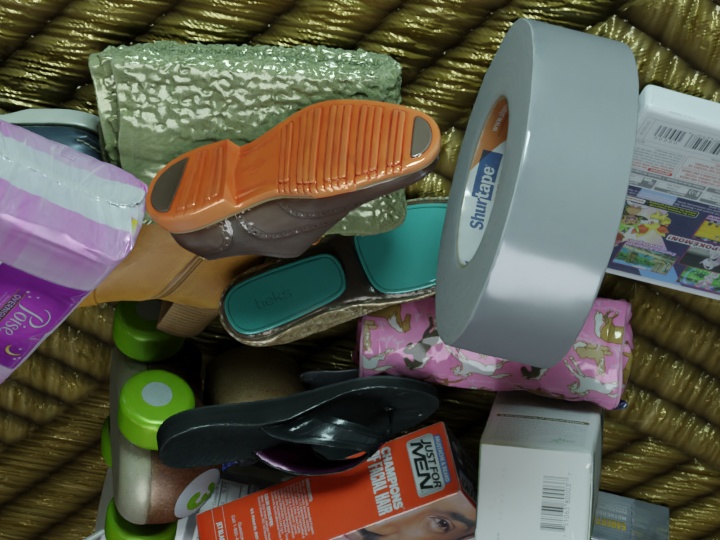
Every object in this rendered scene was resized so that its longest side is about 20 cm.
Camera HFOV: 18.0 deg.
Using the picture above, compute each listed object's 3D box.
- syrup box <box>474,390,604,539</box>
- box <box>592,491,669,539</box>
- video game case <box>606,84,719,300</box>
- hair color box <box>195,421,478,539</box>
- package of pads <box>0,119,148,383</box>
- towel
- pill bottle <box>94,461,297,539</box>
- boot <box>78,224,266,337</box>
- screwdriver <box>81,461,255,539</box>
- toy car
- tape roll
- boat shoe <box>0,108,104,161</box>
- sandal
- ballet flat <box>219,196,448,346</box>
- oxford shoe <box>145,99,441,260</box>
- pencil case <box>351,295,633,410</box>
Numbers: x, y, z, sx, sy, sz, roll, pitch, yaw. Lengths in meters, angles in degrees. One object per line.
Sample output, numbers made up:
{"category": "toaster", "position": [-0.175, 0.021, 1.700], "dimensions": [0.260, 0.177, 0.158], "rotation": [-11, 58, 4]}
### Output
{"category": "syrup box", "position": [0.131, 0.135, 1.620], "dimensions": [0.081, 0.200, 0.079], "rotation": [5, 103, 9]}
{"category": "box", "position": [0.150, 0.245, 1.911], "dimensions": [0.158, 0.048, 0.200], "rotation": [15, 146, -10]}
{"category": "video game case", "position": [0.246, -0.040, 1.498], "dimensions": [0.199, 0.023, 0.182], "rotation": [13, 145, -11]}
{"category": "hair color box", "position": [-0.005, 0.190, 1.654], "dimensions": [0.199, 0.064, 0.111], "rotation": [-23, 145, 13]}
{"category": "package of pads", "position": [-0.235, -0.010, 1.473], "dimensions": [0.120, 0.076, 0.200], "rotation": [26, 138, -22]}
{"category": "towel", "position": [-0.070, -0.085, 1.455], "dimensions": [0.199, 0.037, 0.149], "rotation": [2, 133, 5]}
{"category": "pill bottle", "position": [-0.107, 0.199, 1.834], "dimensions": [0.199, 0.114, 0.114], "rotation": [14, 146, -10]}
{"category": "boot", "position": [-0.164, -0.026, 1.565], "dimensions": [0.201, 0.071, 0.144], "rotation": [16, 139, -19]}
{"category": "screwdriver", "position": [-0.132, 0.162, 1.763], "dimensions": [0.200, 0.028, 0.029], "rotation": [-29, 174, -17]}
{"category": "toy car", "position": [-0.087, 0.115, 1.691], "dimensions": [0.199, 0.158, 0.165], "rotation": [1, 137, -11]}
{"category": "tape roll", "position": [0.102, -0.046, 1.356], "dimensions": [0.066, 0.201, 0.200], "rotation": [12, 146, -9]}
{"category": "boat shoe", "position": [-0.260, -0.062, 1.522], "dimensions": [0.199, 0.062, 0.075], "rotation": [-1, 144, 11]}
{"category": "sandal", "position": [-0.040, 0.119, 1.579], "dimensions": [0.200, 0.048, 0.075], "rotation": [-10, 149, -9]}
{"category": "ballet flat", "position": [0.000, 0.000, 1.559], "dimensions": [0.199, 0.071, 0.065], "rotation": [-16, 172, 6]}
{"category": "oxford shoe", "position": [-0.032, -0.052, 1.418], "dimensions": [0.199, 0.071, 0.073], "rotation": [-11, 139, 27]}
{"category": "pencil case", "position": [0.093, 0.052, 1.610], "dimensions": [0.199, 0.083, 0.087], "rotation": [5, 120, 4]}
